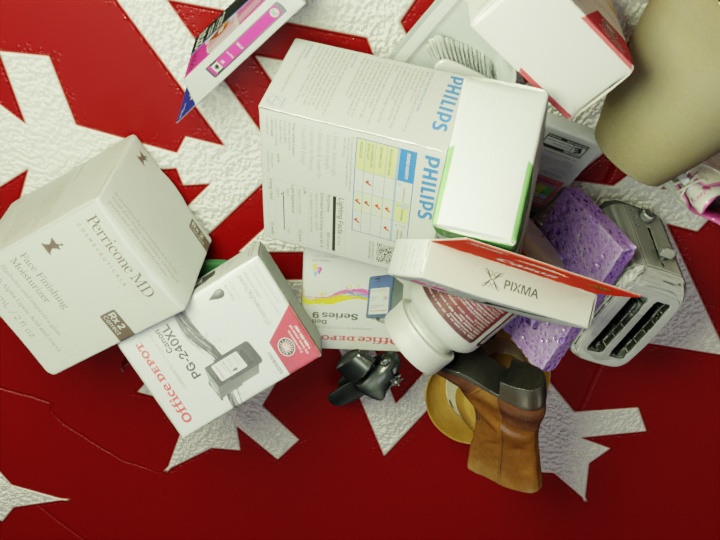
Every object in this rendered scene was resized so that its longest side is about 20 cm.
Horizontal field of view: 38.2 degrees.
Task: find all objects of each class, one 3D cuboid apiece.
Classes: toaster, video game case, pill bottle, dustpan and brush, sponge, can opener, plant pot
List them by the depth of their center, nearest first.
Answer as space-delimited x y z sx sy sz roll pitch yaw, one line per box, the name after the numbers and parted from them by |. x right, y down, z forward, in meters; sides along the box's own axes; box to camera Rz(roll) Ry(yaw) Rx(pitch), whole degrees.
0.337 -0.192 1.071 0.186 0.188 0.201 24 126 -18 | plant pot
0.137 -0.203 1.137 0.199 0.058 0.140 21 134 -28 | dustpan and brush
0.148 -0.130 1.188 0.198 0.023 0.182 18 146 -14 | video game case
0.128 0.024 1.200 0.200 0.110 0.109 -41 118 17 | pill bottle
0.234 0.013 1.227 0.030 0.112 0.201 -5 135 -37 | sponge
0.303 0.025 1.268 0.113 0.130 0.201 17 127 -25 | toaster
0.002 0.140 1.372 0.079 0.063 0.200 46 158 1 | can opener

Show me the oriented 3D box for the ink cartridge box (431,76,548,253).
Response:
0.131 -0.089 1.030 0.083 0.200 0.148 12 85 9 | ink cartridge box

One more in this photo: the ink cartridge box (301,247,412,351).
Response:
0.000 0.000 1.285 0.144 0.088 0.201 4 131 -3 | ink cartridge box

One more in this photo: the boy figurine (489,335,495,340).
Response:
0.133 0.001 1.298 0.123 0.065 0.201 -12 132 -2 | boy figurine

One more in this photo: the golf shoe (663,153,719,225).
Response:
0.369 -0.120 1.188 0.199 0.092 0.075 28 124 -18 | golf shoe

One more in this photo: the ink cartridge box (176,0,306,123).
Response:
-0.132 -0.245 1.087 0.037 0.095 0.200 37 120 -26 | ink cartridge box

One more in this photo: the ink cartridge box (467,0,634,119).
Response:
0.175 -0.263 1.005 0.147 0.201 0.085 36 121 -25 | ink cartridge box

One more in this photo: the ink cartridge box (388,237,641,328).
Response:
0.148 0.014 1.032 0.198 0.173 0.044 17 87 -18 | ink cartridge box

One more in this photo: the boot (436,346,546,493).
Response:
0.150 0.178 1.322 0.187 0.069 0.201 15 135 21 | boot

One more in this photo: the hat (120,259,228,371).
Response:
-0.222 0.058 1.375 0.198 0.176 0.168 -9 101 -16 | hat

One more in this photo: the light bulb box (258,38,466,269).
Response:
0.005 -0.117 1.117 0.198 0.126 0.199 15 141 9 | light bulb box

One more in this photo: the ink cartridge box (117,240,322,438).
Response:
-0.165 0.083 1.234 0.199 0.083 0.146 -31 103 5 | ink cartridge box

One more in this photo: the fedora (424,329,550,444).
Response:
0.184 0.171 1.395 0.198 0.082 0.202 -9 122 -14 | fedora

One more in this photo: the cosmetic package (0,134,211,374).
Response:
-0.310 -0.019 1.211 0.199 0.166 0.165 -25 117 19 | cosmetic package
